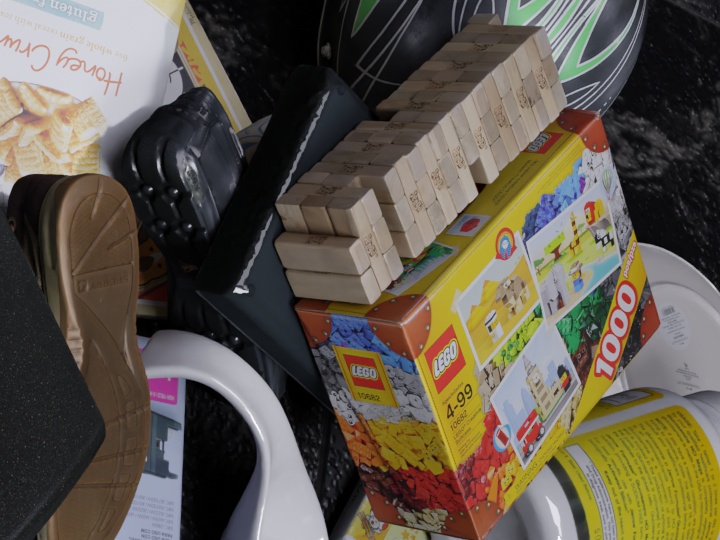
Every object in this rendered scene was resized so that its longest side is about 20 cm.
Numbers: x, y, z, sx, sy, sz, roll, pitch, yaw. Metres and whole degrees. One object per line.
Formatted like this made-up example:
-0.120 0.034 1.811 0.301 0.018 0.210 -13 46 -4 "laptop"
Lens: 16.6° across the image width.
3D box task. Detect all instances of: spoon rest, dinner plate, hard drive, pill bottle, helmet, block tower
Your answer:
-0.057 0.121 1.329 0.200 0.060 0.099 66 31 -26 "spoon rest"
0.206 0.074 1.595 0.200 0.024 0.201 21 57 -37 "dinner plate"
0.000 0.000 1.348 0.200 0.033 0.140 45 62 -46 "hard drive"
0.146 0.132 1.452 0.200 0.112 0.113 -13 85 -38 "pill bottle"
0.074 -0.151 1.473 0.200 0.200 0.191 40 38 -23 "helmet"
0.035 -0.063 1.307 0.200 0.058 0.054 -46 128 -37 "block tower"

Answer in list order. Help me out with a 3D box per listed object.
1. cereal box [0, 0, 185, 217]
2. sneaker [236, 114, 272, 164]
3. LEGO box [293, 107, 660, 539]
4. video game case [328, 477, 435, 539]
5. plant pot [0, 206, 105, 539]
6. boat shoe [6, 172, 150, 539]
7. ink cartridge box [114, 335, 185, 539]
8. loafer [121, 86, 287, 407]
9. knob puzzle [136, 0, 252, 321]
-0.177 -0.091 1.306 0.144 0.040 0.200 17 75 -24 "cereal box"
0.000 -0.011 1.415 0.200 0.072 0.072 47 49 -29 "sneaker"
0.069 0.025 1.348 0.200 0.077 0.149 -46 129 -37 "LEGO box"
0.087 0.154 1.490 0.200 0.023 0.182 44 54 -21 "video game case"
-0.240 0.066 1.145 0.177 0.200 0.200 -30 96 -47 "plant pot"
-0.156 0.049 1.249 0.072 0.072 0.201 -11 104 -50 "boat shoe"
-0.151 0.127 1.294 0.119 0.042 0.201 14 70 -35 "ink cartridge box"
-0.072 -0.007 1.337 0.070 0.068 0.201 -52 140 -38 "loafer"
-0.133 -0.063 1.370 0.219 0.030 0.220 12 70 -36 "knob puzzle"
